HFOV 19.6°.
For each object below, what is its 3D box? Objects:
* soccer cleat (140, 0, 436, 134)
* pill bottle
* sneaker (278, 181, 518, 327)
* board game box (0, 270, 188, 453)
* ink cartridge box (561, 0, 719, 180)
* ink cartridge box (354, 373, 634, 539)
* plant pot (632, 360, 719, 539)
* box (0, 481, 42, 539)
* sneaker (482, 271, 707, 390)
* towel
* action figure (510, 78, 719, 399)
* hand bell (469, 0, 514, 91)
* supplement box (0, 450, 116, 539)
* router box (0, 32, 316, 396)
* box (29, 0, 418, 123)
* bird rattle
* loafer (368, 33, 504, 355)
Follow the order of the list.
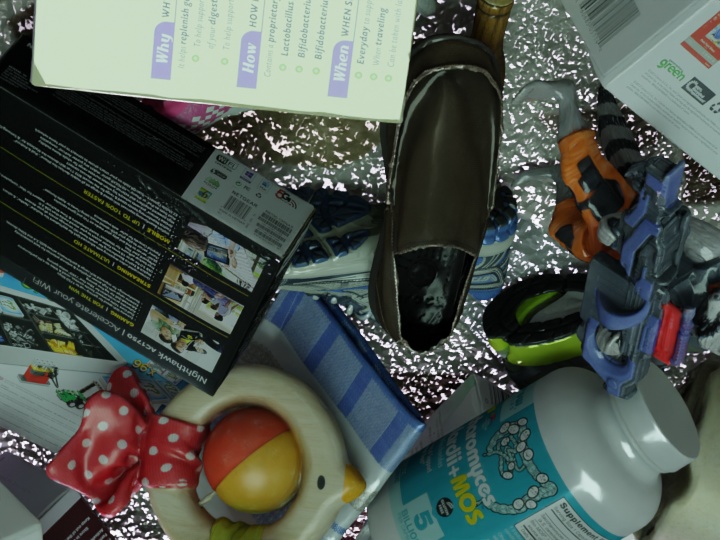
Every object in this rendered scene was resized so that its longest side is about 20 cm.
[{"bbox_3d":[-0.043,-0.121,1.211,0.200,0.070,0.086,-37,117,22],"label":"soccer cleat"},{"bbox_3d":[0.110,0.133,1.298,0.199,0.111,0.111,-33,119,23],"label":"pill bottle"},{"bbox_3d":[0.000,0.000,1.295,0.199,0.077,0.086,-4,129,3],"label":"sneaker"},{"bbox_3d":[-0.202,0.052,1.353,0.199,0.035,0.126,29,120,-19],"label":"board game box"},{"bbox_3d":[0.243,-0.137,1.160,0.175,0.084,0.200,-39,134,21],"label":"ink cartridge box"},{"bbox_3d":[0.080,0.180,1.435,0.160,0.050,0.200,30,122,-23],"label":"ink cartridge box"},{"bbox_3d":[0.282,0.151,1.346,0.182,0.201,0.201,21,123,-1],"label":"plant pot"},{"bbox_3d":[-0.296,0.186,1.335,0.106,0.200,0.153,-24,133,-33],"label":"box"},{"bbox_3d":[0.182,0.038,1.332,0.199,0.074,0.081,-8,134,12],"label":"sneaker"},{"bbox_3d":[-0.054,0.118,1.341,0.024,0.147,0.200,5,130,-51],"label":"towel"},{"bbox_3d":[0.165,-0.032,1.187,0.104,0.194,0.200,-29,155,-24],"label":"action figure"},{"bbox_3d":[0.077,-0.148,1.196,0.103,0.105,0.201,5,136,-4],"label":"hand bell"},{"bbox_3d":[-0.184,0.222,1.418,0.061,0.109,0.200,-45,119,-20],"label":"supplement box"},{"bbox_3d":[-0.141,-0.030,1.230,0.199,0.051,0.149,31,138,1],"label":"router box"},{"bbox_3d":[-0.065,-0.184,1.088,0.199,0.097,0.177,5,117,-5],"label":"box"},{"bbox_3d":[-0.086,0.130,1.305,0.163,0.200,0.113,-38,155,5],"label":"bird rattle"},{"bbox_3d":[0.049,-0.037,1.196,0.073,0.071,0.201,-2,120,-10],"label":"loafer"}]
